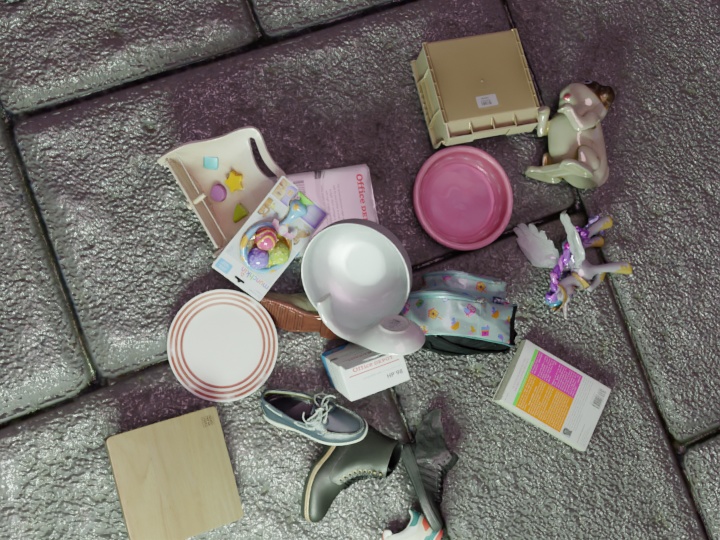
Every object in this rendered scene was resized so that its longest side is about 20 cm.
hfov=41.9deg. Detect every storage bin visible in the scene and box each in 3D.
[{"bbox_3d":[0.222,-0.345,1.803,0.198,0.094,0.201,-11,77,-13],"label":"storage bin"}]

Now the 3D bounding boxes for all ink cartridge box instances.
[{"bbox_3d":[0.011,0.171,1.655,0.115,0.200,0.067,-19,97,-12],"label":"ink cartridge box"},{"bbox_3d":[-0.076,-0.106,1.733,0.197,0.084,0.148,-8,86,-12],"label":"ink cartridge box"}]

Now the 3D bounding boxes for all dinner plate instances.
[{"bbox_3d":[-0.248,0.135,1.693,0.197,0.024,0.203,0,89,-8],"label":"dinner plate"}]

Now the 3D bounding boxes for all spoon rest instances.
[{"bbox_3d":[0.018,0.099,1.603,0.198,0.061,0.099,20,35,25],"label":"spoon rest"}]

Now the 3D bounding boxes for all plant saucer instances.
[{"bbox_3d":[0.193,-0.137,1.808,0.198,0.051,0.203,1,83,-10],"label":"plant saucer"}]

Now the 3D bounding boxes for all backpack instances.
[{"bbox_3d":[0.165,0.078,1.693,0.198,0.175,0.155,2,86,-33],"label":"backpack"}]

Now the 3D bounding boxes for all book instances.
[{"bbox_3d":[0.370,0.238,1.801,0.199,0.048,0.135,31,76,-7],"label":"book"}]

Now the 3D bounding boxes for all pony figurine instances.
[{"bbox_3d":[0.409,-0.029,1.800,0.199,0.166,0.195,-27,97,-28],"label":"pony figurine"}]

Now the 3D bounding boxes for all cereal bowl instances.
[{"bbox_3d":[0.000,0.000,1.659,0.198,0.083,0.203,6,110,15],"label":"cereal bowl"}]

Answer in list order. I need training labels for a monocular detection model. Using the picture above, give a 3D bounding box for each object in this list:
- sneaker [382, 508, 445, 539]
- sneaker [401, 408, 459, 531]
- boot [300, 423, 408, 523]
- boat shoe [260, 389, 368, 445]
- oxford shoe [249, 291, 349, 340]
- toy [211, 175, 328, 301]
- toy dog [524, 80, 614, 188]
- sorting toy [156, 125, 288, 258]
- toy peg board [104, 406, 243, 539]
[{"bbox_3d":[0.061,0.523,1.702,0.093,0.070,0.200,40,78,14],"label":"sneaker"},{"bbox_3d":[0.138,0.362,1.713,0.103,0.060,0.201,-21,64,-4],"label":"sneaker"},{"bbox_3d":[-0.013,0.366,1.658,0.137,0.077,0.202,16,79,34],"label":"boot"},{"bbox_3d":[-0.084,0.253,1.667,0.198,0.062,0.075,17,58,15],"label":"boat shoe"},{"bbox_3d":[-0.104,0.069,1.727,0.198,0.071,0.074,18,52,-6],"label":"oxford shoe"},{"bbox_3d":[-0.151,-0.050,1.633,0.115,0.047,0.201,38,89,-27],"label":"toy"},{"bbox_3d":[0.431,-0.273,1.830,0.192,0.139,0.203,13,81,-22],"label":"toy dog"},{"bbox_3d":[-0.225,-0.158,1.663,0.179,0.107,0.201,-31,90,18],"label":"sorting toy"},{"bbox_3d":[-0.332,0.361,1.636,0.197,0.098,0.202,-14,86,-28],"label":"toy peg board"}]
